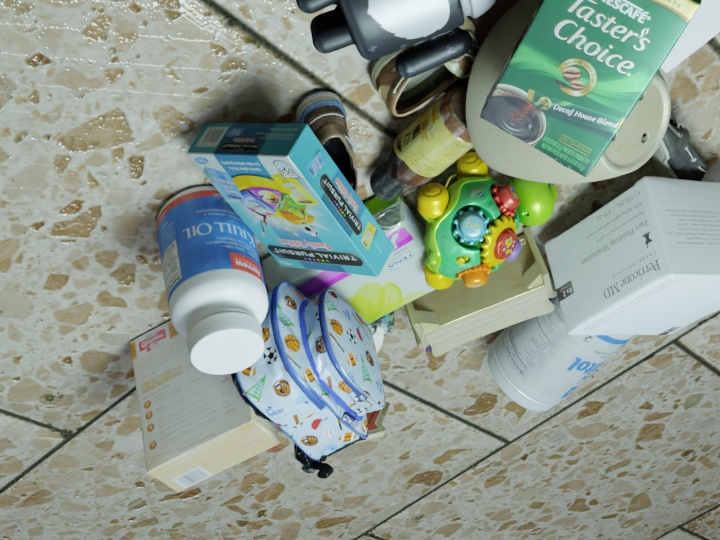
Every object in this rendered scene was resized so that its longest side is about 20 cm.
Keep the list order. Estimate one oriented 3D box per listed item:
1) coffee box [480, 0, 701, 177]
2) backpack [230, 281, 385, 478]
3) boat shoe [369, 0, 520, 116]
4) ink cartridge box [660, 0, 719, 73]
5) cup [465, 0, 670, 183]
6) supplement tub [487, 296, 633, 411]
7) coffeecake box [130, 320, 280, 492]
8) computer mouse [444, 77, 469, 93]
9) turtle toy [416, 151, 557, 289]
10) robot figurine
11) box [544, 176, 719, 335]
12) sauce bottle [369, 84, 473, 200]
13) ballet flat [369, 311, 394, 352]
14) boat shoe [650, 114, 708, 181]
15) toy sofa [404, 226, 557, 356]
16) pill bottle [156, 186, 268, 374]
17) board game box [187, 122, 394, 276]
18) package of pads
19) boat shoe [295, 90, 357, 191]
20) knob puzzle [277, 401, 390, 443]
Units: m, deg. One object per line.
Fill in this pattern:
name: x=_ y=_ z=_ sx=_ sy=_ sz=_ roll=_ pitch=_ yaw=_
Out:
coffee box: x=0.201 y=-0.193 z=1.050 sx=0.122 sy=0.044 sz=0.201 roll=30 pitch=129 yaw=0
backpack: x=-0.068 y=0.111 z=1.397 sx=0.154 sy=0.201 sz=0.190 roll=-37 pitch=132 yaw=19
boat shoe: x=0.099 y=-0.232 z=1.226 sx=0.200 sy=0.074 sz=0.075 roll=-39 pitch=137 yaw=26
ink cartridge box: x=0.268 y=-0.321 z=1.110 sx=0.146 sy=0.147 sz=0.199 roll=-39 pitch=133 yaw=26
cup: x=0.227 y=-0.168 z=1.192 sx=0.199 sy=0.143 sz=0.202 roll=-19 pitch=124 yaw=-30
supplement tub: x=0.286 y=0.091 z=1.653 sx=0.131 sy=0.133 sz=0.200 roll=12 pitch=133 yaw=-33
coffeecake box: x=-0.199 y=0.151 z=1.481 sx=0.153 sy=0.201 sz=0.073 roll=-27 pitch=141 yaw=14
computer mouse: x=0.192 y=-0.210 z=1.307 sx=0.198 sy=0.053 sz=0.139 roll=-9 pitch=142 yaw=-11
turtle toy: x=0.153 y=-0.060 z=1.412 sx=0.200 sy=0.101 sz=0.147 roll=-38 pitch=138 yaw=-31
robot figurine: x=0.039 y=-0.274 z=1.108 sx=0.199 sy=0.126 sz=0.150 roll=-20 pitch=155 yaw=5
box: x=0.379 y=-0.012 z=1.493 sx=0.199 sy=0.132 sz=0.199 roll=2 pitch=155 yaw=-33
sauce bottle: x=0.072 y=-0.135 z=1.309 sx=0.066 sy=0.067 sz=0.200 roll=7 pitch=155 yaw=-28
ballet flat: x=-0.014 y=0.110 z=1.612 sx=0.074 sy=0.075 sz=0.200 roll=7 pitch=137 yaw=-28
boat shoe: x=0.382 y=-0.156 z=1.445 sx=0.057 sy=0.067 sz=0.200 roll=-43 pitch=144 yaw=2
toy sofa: x=0.156 y=0.030 z=1.566 sx=0.199 sy=0.083 sz=0.098 roll=-22 pitch=146 yaw=6
pill bottle: x=-0.164 y=0.012 z=1.323 sx=0.111 sy=0.201 sz=0.113 roll=-11 pitch=143 yaw=-9
board game box: x=-0.074 y=-0.076 z=1.281 sx=0.150 sy=0.047 sz=0.200 roll=6 pitch=146 yaw=40
package of pads: x=0.000 y=0.000 z=1.480 sx=0.199 sy=0.069 sz=0.155 roll=-28 pitch=141 yaw=14
boat shoe: x=-0.038 y=-0.106 z=1.330 sx=0.072 sy=0.073 sz=0.201 roll=-15 pitch=142 yaw=-3
knob puzzle: x=-0.058 y=0.174 z=1.546 sx=0.218 sy=0.220 sz=0.031 roll=8 pitch=107 yaw=-29
